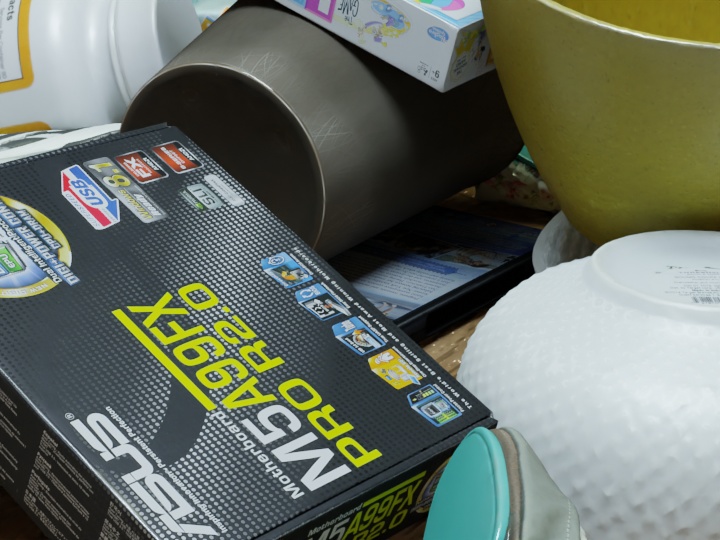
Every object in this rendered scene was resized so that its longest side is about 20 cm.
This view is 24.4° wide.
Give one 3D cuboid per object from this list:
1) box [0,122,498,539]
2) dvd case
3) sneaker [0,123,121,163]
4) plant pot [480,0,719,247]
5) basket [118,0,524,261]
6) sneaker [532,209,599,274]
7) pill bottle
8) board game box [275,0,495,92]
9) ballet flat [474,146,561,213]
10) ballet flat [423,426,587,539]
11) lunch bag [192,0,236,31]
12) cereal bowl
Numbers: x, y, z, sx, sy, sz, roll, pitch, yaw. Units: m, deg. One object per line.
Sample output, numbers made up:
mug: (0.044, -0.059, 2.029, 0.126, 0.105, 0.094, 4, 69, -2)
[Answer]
box: (-0.071, 0.031, 0.611, 0.200, 0.045, 0.159, 42, 38, 26)
dvd case: (0.000, 0.000, 0.850, 0.142, 0.018, 0.199, 15, 23, 32)
sneaker: (-0.168, -0.048, 0.892, 0.198, 0.075, 0.088, -8, 23, -24)
plant pot: (0.145, -0.088, 0.744, 0.197, 0.143, 0.201, 0, 38, 0)
basket: (-0.026, -0.078, 0.847, 0.179, 0.137, 0.200, 27, 30, 15)
sneaker: (0.187, -0.018, 0.835, 0.198, 0.080, 0.079, -23, 48, 5)
pill bottle: (-0.193, -0.110, 0.952, 0.198, 0.112, 0.111, -8, 17, 15)
board game box: (0.004, -0.164, 0.841, 0.199, 0.035, 0.134, 32, 36, 25)
ballet flat: (0.066, -0.079, 0.982, 0.199, 0.064, 0.076, 28, 45, 1)
ballet flat: (0.051, 0.114, 0.494, 0.063, 0.068, 0.200, 28, 20, -6)
lunch bag: (-0.029, -0.160, 1.140, 0.168, 0.123, 0.200, 1, 25, 9)
cereal bowl: (0.136, 0.037, 0.657, 0.198, 0.084, 0.200, 1, 19, -1)
